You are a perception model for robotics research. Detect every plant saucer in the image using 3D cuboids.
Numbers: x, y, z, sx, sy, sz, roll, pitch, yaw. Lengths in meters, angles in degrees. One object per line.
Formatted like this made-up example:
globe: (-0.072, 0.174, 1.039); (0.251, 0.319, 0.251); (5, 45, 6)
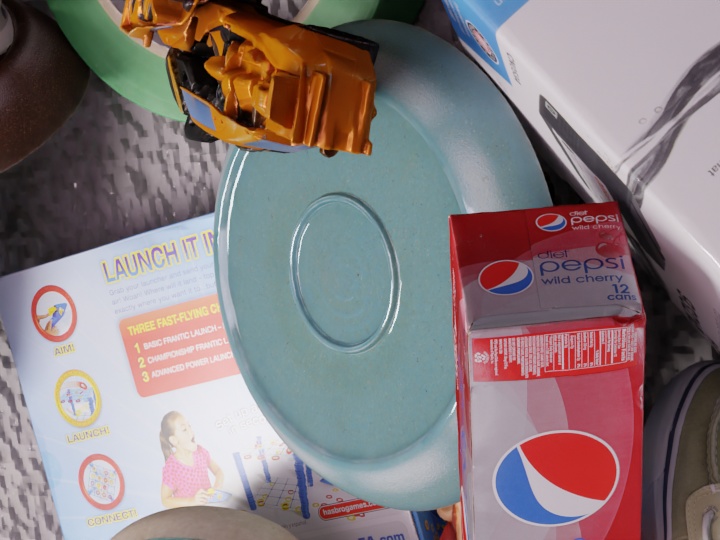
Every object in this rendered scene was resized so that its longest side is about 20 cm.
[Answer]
plant saucer: (-0.224, -0.082, 0.982); (0.199, 0.200, 0.032); (9, 128, 28)
plant saucer: (0.000, 0.000, 0.869); (0.199, 0.027, 0.202); (10, 103, 47)

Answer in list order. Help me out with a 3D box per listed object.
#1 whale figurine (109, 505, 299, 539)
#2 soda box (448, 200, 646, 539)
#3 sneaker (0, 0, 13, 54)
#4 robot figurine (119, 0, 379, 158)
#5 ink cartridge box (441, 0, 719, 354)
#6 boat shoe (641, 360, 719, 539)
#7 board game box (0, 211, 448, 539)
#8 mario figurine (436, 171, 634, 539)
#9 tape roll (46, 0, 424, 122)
whale figurine: (-0.038, 0.191, 0.922); (0.199, 0.104, 0.159); (34, 130, -9)
soda box: (0.069, 0.075, 0.788); (0.063, 0.070, 0.201); (-4, 127, -1)
sneaker: (-0.213, -0.162, 0.993); (0.200, 0.074, 0.083); (39, 148, 51)
robot figurine: (-0.041, -0.115, 0.841); (0.200, 0.058, 0.146); (29, 108, 61)
ink cartridge box: (0.125, -0.048, 0.788); (0.084, 0.145, 0.200); (-40, 68, -2)
boat shoe: (0.148, 0.118, 0.805); (0.062, 0.072, 0.201); (-36, 39, 43)
board game box: (-0.058, 0.072, 0.998); (0.199, 0.056, 0.198); (-14, 92, 31)
mario figurine: (0.073, 0.063, 0.889); (0.123, 0.105, 0.202); (14, 102, 49)
tape roll: (-0.059, -0.168, 0.956); (0.199, 0.048, 0.202); (6, 103, 29)
